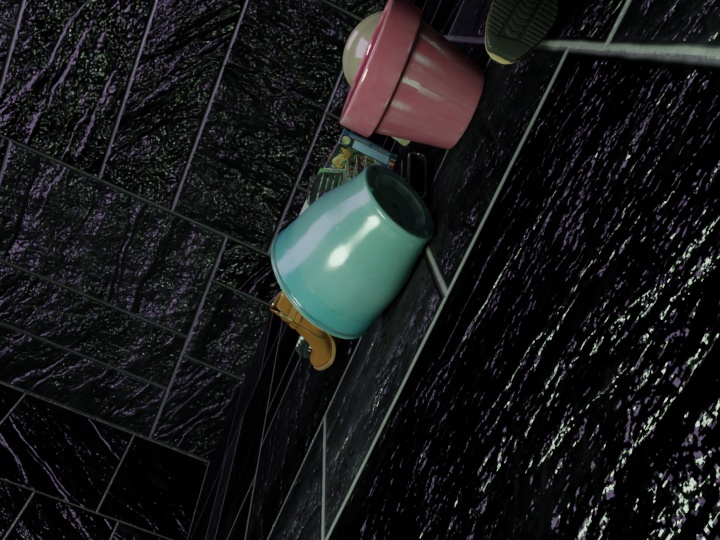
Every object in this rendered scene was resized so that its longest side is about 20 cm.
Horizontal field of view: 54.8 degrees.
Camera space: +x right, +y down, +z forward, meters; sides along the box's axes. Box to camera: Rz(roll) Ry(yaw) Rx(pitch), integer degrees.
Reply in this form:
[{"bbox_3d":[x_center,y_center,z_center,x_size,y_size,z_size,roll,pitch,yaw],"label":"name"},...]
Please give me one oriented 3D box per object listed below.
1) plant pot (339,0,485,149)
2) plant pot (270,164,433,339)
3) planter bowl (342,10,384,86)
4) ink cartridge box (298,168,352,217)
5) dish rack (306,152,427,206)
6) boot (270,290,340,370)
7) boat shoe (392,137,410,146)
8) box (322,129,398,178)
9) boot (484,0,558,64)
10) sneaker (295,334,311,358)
[{"bbox_3d":[0.084,-0.282,1.056,0.200,0.175,0.205,-158,90,-81],"label":"plant pot"},{"bbox_3d":[0.001,-0.040,1.005,0.188,0.198,0.202,-44,20,29],"label":"plant pot"},{"bbox_3d":[0.073,-0.449,1.541,0.203,0.196,0.136,-62,38,28],"label":"planter bowl"},{"bbox_3d":[-0.080,-0.078,1.413,0.147,0.082,0.204,90,-160,-66],"label":"ink cartridge box"},{"bbox_3d":[0.011,-0.139,1.135,0.155,0.194,0.056,-82,-6,-55],"label":"dish rack"},{"bbox_3d":[-0.105,0.109,1.318,0.201,0.152,0.078,127,163,-56],"label":"boot"},{"bbox_3d":[0.106,-0.328,1.382,0.201,0.061,0.075,124,166,-50],"label":"boat shoe"},{"bbox_3d":[-0.008,-0.238,1.604,0.200,0.134,0.039,135,156,-68],"label":"box"},{"bbox_3d":[0.189,-0.301,0.871,0.203,0.076,0.139,-61,0,-26],"label":"boot"},{"bbox_3d":[-0.073,0.099,1.425,0.201,0.065,0.092,-55,19,38],"label":"sneaker"}]
